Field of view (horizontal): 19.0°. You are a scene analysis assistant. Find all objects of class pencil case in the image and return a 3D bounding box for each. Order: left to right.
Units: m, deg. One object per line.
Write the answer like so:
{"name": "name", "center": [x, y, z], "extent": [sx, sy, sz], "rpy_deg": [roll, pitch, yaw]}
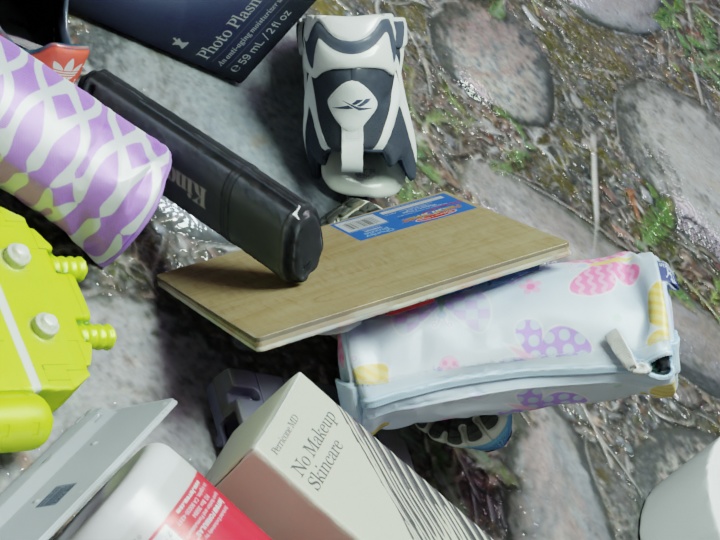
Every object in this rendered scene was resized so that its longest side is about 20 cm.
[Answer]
{"name": "pencil case", "center": [-0.203, -0.080, 1.197], "extent": [0.200, 0.086, 0.084], "rpy_deg": [32, 29, -18]}
{"name": "pencil case", "center": [0.085, 0.045, 1.236], "extent": [0.199, 0.083, 0.091], "rpy_deg": [-7, 42, 1]}

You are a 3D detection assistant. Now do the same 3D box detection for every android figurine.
{"name": "android figurine", "center": [-0.216, 0.019, 1.122], "extent": [0.200, 0.041, 0.183], "rpy_deg": [3, 53, -44]}

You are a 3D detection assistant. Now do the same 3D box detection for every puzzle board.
{"name": "puzzle board", "center": [0.000, 0.000, 1.246], "extent": [0.199, 0.017, 0.151], "rpy_deg": [-16, 20, -23]}

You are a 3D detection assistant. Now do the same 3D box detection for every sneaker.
{"name": "sneaker", "center": [-0.218, -0.181, 1.285], "extent": [0.075, 0.085, 0.200], "rpy_deg": [-7, 60, -50]}
{"name": "sneaker", "center": [-0.003, -0.108, 1.464], "extent": [0.079, 0.130, 0.199], "rpy_deg": [0, 5, -5]}
{"name": "sneaker", "center": [0.028, 0.042, 1.352], "extent": [0.200, 0.078, 0.090], "rpy_deg": [55, 3, 27]}

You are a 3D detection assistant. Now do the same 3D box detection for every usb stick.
{"name": "usb stick", "center": [-0.096, -0.057, 1.252], "extent": [0.033, 0.056, 0.200], "rpy_deg": [-33, 50, -30]}

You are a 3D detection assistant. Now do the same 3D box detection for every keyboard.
{"name": "keyboard", "center": [-0.158, 0.115, 1.073], "extent": [0.200, 0.056, 0.011], "rpy_deg": [-48, 127, -56]}

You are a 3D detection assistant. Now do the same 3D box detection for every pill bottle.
{"name": "pill bottle", "center": [-0.063, 0.188, 1.046], "extent": [0.200, 0.112, 0.112], "rpy_deg": [43, 34, -5]}

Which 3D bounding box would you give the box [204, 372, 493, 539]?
{"name": "box", "center": [0.010, 0.155, 1.145], "extent": [0.200, 0.068, 0.082], "rpy_deg": [41, 34, -8]}

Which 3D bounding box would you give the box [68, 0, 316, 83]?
{"name": "box", "center": [-0.107, -0.251, 1.377], "extent": [0.198, 0.200, 0.124], "rpy_deg": [21, 41, -31]}

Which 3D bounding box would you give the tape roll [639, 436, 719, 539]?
{"name": "tape roll", "center": [0.285, 0.207, 1.445], "extent": [0.202, 0.071, 0.203], "rpy_deg": [29, 37, -24]}

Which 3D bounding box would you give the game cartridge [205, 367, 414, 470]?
{"name": "game cartridge", "center": [-0.009, 0.152, 1.216], "extent": [0.129, 0.038, 0.201], "rpy_deg": [17, 43, -42]}
